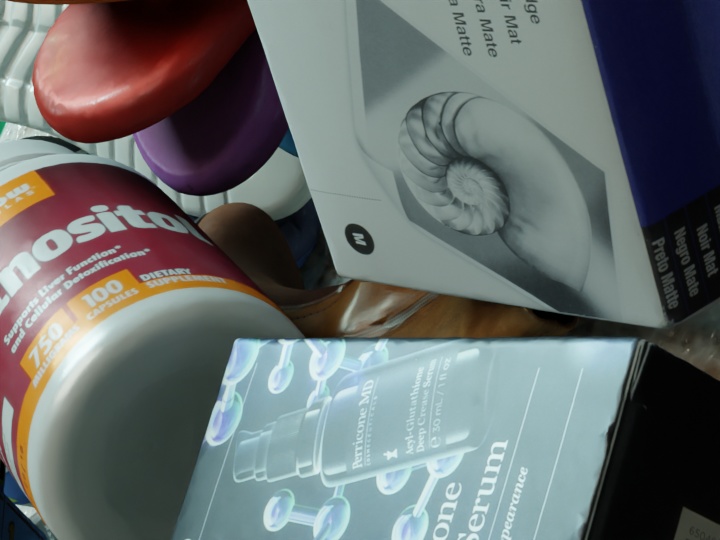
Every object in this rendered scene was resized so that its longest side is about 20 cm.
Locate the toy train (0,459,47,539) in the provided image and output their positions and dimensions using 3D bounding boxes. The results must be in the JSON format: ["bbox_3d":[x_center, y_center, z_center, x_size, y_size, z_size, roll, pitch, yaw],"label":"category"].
[{"bbox_3d":[-0.169,0.127,1.113,0.200,0.086,0.115,63,-150,-67],"label":"toy train"}]

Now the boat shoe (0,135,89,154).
[{"bbox_3d":[-0.144,-0.026,1.254,0.062,0.200,0.073,49,122,12],"label":"boat shoe"}]

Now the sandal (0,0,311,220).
[{"bbox_3d":[-0.097,-0.082,1.227,0.202,0.050,0.083,24,100,21],"label":"sandal"}]

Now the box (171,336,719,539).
[{"bbox_3d":[0.035,0.106,0.880,0.200,0.107,0.149,-3,66,51],"label":"box"}]

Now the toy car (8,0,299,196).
[{"bbox_3d":[-0.057,-0.105,1.075,0.175,0.200,0.150,12,84,48],"label":"toy car"}]

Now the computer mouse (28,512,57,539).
[{"bbox_3d":[-0.108,0.118,1.199,0.200,0.044,0.110,-38,73,47],"label":"computer mouse"}]

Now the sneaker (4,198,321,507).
[{"bbox_3d":[-0.096,0.031,1.235,0.200,0.082,0.074,-37,50,6],"label":"sneaker"}]

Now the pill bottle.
[{"bbox_3d":[-0.099,0.025,1.059,0.113,0.113,0.200,-61,34,8],"label":"pill bottle"}]

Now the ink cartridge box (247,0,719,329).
[{"bbox_3d":[0.050,-0.076,0.891,0.200,0.200,0.041,6,36,40],"label":"ink cartridge box"}]

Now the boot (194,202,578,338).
[{"bbox_3d":[0.000,0.000,1.072,0.200,0.068,0.189,-48,29,37],"label":"boot"}]
